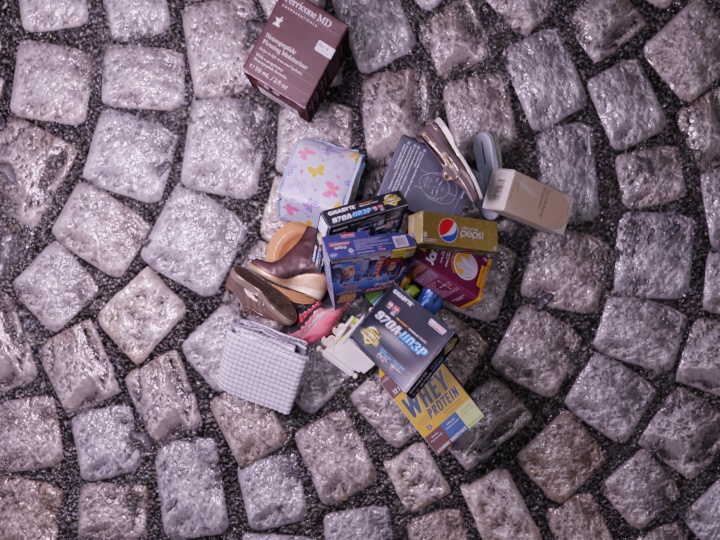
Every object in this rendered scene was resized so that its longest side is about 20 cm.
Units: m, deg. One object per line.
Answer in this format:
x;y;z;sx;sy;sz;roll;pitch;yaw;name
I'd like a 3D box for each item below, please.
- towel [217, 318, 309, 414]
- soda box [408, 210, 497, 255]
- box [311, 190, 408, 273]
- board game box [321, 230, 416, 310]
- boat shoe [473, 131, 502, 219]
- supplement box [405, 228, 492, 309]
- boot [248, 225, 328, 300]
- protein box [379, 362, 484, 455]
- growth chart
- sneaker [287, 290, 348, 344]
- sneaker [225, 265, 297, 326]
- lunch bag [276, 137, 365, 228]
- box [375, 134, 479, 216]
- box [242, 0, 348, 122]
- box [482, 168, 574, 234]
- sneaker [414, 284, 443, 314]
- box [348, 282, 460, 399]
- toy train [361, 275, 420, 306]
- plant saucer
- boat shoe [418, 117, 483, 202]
-0.223;0.217;1.407;0.195;0.086;0.169;18;113;0;towel
0.201;-0.079;1.308;0.195;0.064;0.070;6;81;-25;soda box
-0.003;-0.084;1.318;0.196;0.161;0.047;-19;61;-24;box
0.000;0.000;1.303;0.195;0.202;0.063;-9;58;-21;board game box
0.310;-0.224;1.421;0.061;0.071;0.206;-21;110;-43;boat shoe
0.188;-0.015;1.373;0.197;0.085;0.112;31;62;-14;supplement box
-0.144;-0.039;1.400;0.195;0.072;0.170;20;81;0;boot
0.153;0.268;1.376;0.134;0.199;0.201;-40;92;2;protein box
0.000;0.170;1.416;0.199;0.018;0.145;-39;104;26;growth chart
-0.076;0.102;1.427;0.198;0.075;0.087;-36;128;13;sneaker
-0.235;0.075;1.430;0.199;0.070;0.076;40;118;11;sneaker
-0.086;-0.202;1.387;0.165;0.128;0.204;15;62;1;lunch bag
0.151;-0.196;1.400;0.196;0.107;0.152;25;91;-1;box
-0.139;-0.473;1.356;0.163;0.164;0.203;29;92;-2;box
0.384;-0.155;1.379;0.196;0.077;0.098;15;93;-29;box
0.150;0.098;1.434;0.077;0.066;0.203;32;90;-8;sneaker
0.089;0.144;1.276;0.160;0.046;0.199;-48;50;-3;box
0.098;0.017;1.408;0.200;0.085;0.116;-44;76;2;toy train
-0.131;-0.021;1.441;0.194;0.037;0.207;0;92;-1;plant saucer
0.197;-0.230;1.313;0.059;0.072;0.203;-30;87;5;boat shoe
